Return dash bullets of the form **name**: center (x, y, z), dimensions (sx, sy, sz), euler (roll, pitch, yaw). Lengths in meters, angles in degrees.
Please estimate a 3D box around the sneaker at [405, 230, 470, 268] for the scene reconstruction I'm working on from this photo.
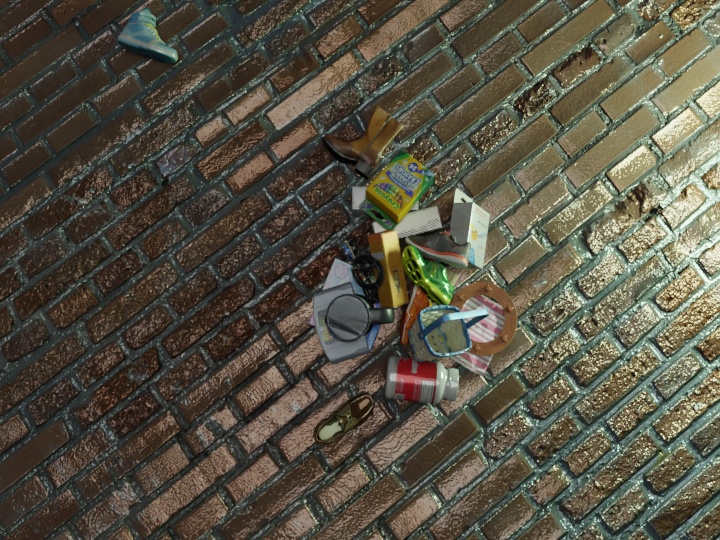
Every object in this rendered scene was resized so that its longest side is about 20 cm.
- **sneaker**: center (0.216, -0.070, 1.659), dimensions (0.196, 0.077, 0.084), euler (21, 82, 28)

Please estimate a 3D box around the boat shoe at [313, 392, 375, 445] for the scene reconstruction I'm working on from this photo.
- **boat shoe**: center (-0.044, 0.413, 1.666), dimensions (0.198, 0.074, 0.076), euler (-37, 82, -4)

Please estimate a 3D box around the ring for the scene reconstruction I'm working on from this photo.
- **ring**: center (0.342, 0.134, 1.702), dimensions (0.193, 0.019, 0.208), euler (-1, 80, 5)

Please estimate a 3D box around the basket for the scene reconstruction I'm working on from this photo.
- **basket**: center (0.224, 0.157, 1.606), dimensions (0.172, 0.199, 0.143), euler (-2, 67, -36)

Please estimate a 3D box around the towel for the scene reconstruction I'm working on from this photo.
- **towel**: center (0.328, 0.175, 1.717), dimensions (0.143, 0.030, 0.204), euler (28, 83, 6)

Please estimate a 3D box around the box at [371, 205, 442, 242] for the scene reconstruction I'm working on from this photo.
- **box**: center (0.132, -0.123, 1.742), dimensions (0.194, 0.082, 0.071), euler (-15, 82, 0)

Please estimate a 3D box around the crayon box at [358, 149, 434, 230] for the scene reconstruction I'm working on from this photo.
- **crayon box**: center (0.101, -0.225, 1.706), dimensions (0.125, 0.052, 0.201), euler (38, 75, 14)

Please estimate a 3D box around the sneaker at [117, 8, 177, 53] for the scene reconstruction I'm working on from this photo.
- **sneaker**: center (-0.632, -0.722, 1.852), dimensions (0.194, 0.080, 0.134), euler (20, 83, 3)

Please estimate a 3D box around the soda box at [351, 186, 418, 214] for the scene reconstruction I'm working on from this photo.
- **soda box**: center (0.071, -0.201, 1.764), dimensions (0.193, 0.064, 0.071), euler (1, 81, 2)

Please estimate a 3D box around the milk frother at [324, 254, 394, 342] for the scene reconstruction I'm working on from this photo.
- **milk frother**: center (-0.009, 0.069, 1.573), dimensions (0.175, 0.188, 0.206), euler (-20, 86, 4)

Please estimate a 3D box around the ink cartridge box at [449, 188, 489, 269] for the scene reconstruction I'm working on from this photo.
- **ink cartridge box**: center (0.306, -0.118, 1.713), dimensions (0.066, 0.114, 0.207), euler (2, 79, 37)

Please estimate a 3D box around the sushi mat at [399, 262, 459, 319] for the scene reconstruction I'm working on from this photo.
- **sushi mat**: center (0.198, 0.076, 1.744), dimensions (0.094, 0.012, 0.204), euler (29, 83, 6)

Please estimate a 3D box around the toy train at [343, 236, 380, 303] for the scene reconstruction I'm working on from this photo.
- **toy train**: center (0.000, 0.000, 1.710), dimensions (0.045, 0.034, 0.205), euler (-27, 82, 9)

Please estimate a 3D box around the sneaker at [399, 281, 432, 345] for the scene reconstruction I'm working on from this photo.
- **sneaker**: center (0.159, 0.113, 1.698), dimensions (0.075, 0.073, 0.206), euler (20, 85, -4)

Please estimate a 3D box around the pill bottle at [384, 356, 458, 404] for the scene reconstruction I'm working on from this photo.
- **pill bottle**: center (0.166, 0.301, 1.659), dimensions (0.193, 0.112, 0.116), euler (6, 81, 2)

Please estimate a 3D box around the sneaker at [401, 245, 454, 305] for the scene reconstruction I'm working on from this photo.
- **sneaker**: center (0.184, 0.006, 1.660), dimensions (0.201, 0.073, 0.084), euler (50, 60, -18)

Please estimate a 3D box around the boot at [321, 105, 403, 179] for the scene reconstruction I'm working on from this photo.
- **boot**: center (0.004, -0.405, 1.795), dimensions (0.185, 0.069, 0.203), euler (32, 82, 6)

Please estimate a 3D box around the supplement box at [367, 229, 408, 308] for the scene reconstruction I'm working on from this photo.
- **supplement box**: center (0.076, -0.004, 1.662), dimensions (0.065, 0.068, 0.207), euler (-15, 96, -39)

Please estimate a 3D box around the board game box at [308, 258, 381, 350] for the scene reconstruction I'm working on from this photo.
- **board game box**: center (-0.022, 0.098, 1.730), dimensions (0.194, 0.041, 0.205), euler (22, 82, 5)

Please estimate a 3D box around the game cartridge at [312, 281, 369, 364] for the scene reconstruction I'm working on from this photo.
- **game cartridge**: center (-0.061, 0.148, 1.686), dimensions (0.129, 0.041, 0.206), euler (-17, 82, 4)
